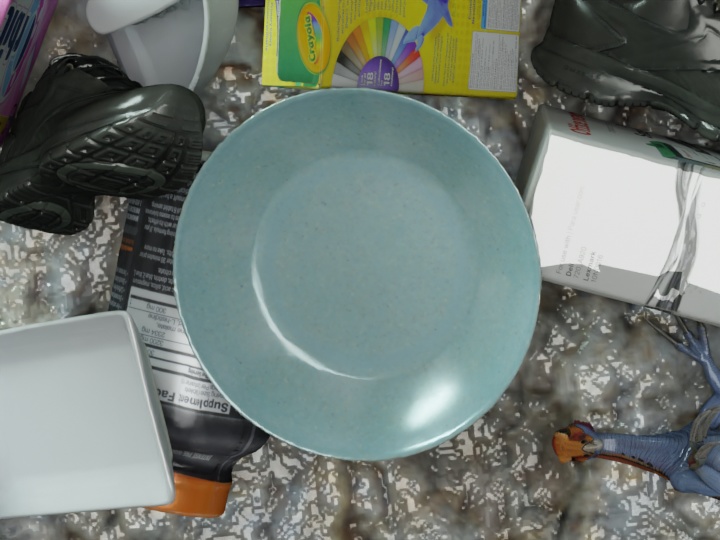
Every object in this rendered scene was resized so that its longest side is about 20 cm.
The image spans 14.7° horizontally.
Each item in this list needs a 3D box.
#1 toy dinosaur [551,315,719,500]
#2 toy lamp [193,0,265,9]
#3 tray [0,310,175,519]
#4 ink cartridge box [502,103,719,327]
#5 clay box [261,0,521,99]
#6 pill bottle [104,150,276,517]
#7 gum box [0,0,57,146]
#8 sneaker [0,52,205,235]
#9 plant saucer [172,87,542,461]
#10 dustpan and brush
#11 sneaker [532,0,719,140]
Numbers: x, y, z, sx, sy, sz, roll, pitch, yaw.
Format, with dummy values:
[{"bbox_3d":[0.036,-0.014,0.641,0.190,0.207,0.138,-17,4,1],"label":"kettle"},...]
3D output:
[{"bbox_3d":[0.206,0.119,1.582,0.180,0.105,0.201,-11,106,20],"label":"toy dinosaur"},{"bbox_3d":[-0.075,-0.249,1.575,0.058,0.058,0.202,-2,96,0],"label":"toy lamp"},{"bbox_3d":[-0.163,0.080,1.544,0.022,0.199,0.108,-15,93,-37],"label":"tray"},{"bbox_3d":[0.183,-0.024,1.539,0.199,0.146,0.085,15,99,-2],"label":"ink cartridge box"},{"bbox_3d":[0.012,-0.154,1.518,0.047,0.199,0.116,5,93,42],"label":"clay box"},{"bbox_3d":[-0.092,0.035,1.563,0.106,0.106,0.201,12,93,-1],"label":"pill bottle"},{"bbox_3d":[-0.215,-0.132,1.506,0.066,0.200,0.114,21,91,-1],"label":"gum box"},{"bbox_3d":[-0.148,-0.081,1.522,0.076,0.200,0.091,18,70,-32],"label":"sneaker"},{"bbox_3d":[0.000,0.000,1.487,0.200,0.039,0.202,2,101,10],"label":"plant saucer"},{"bbox_3d":[-0.098,-0.161,1.518,0.199,0.057,0.140,-20,93,43],"label":"dustpan and brush"},{"bbox_3d":[0.195,-0.122,1.539,0.199,0.076,0.091,18,108,12],"label":"sneaker"}]
